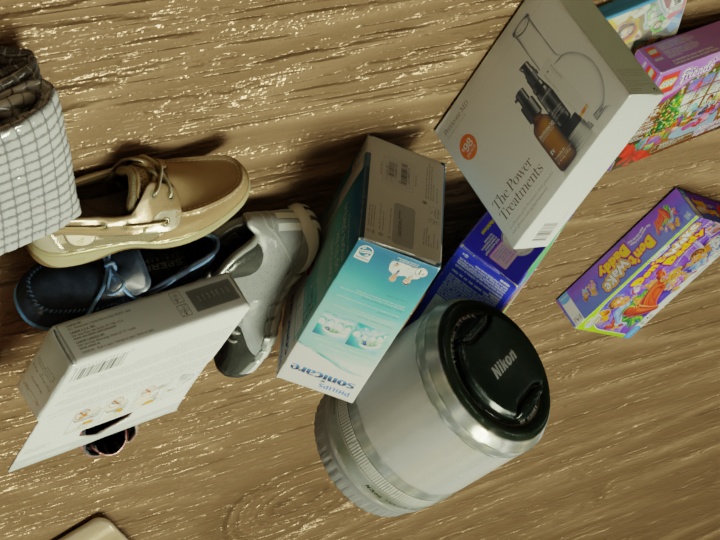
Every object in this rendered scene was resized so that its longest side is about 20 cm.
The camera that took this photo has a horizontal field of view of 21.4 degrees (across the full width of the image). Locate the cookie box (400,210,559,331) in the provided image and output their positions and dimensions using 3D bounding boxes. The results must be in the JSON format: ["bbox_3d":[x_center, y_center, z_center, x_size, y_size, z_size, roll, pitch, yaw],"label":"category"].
[{"bbox_3d":[0.118,0.019,1.951,0.171,0.075,0.200,-48,173,-49],"label":"cookie box"}]

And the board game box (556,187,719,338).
[{"bbox_3d":[0.343,-0.005,2.249,0.200,0.045,0.134,-45,150,23],"label":"board game box"}]

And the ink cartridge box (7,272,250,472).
[{"bbox_3d":[-0.213,0.089,1.683,0.199,0.044,0.174,-18,157,-42],"label":"ink cartridge box"}]

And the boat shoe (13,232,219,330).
[{"bbox_3d":[-0.209,-0.008,1.646,0.199,0.085,0.069,-25,174,-43],"label":"boat shoe"}]

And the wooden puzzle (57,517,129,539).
[{"bbox_3d":[-0.331,0.358,2.155,0.184,0.037,0.200,-31,148,-3],"label":"wooden puzzle"}]

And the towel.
[{"bbox_3d":[-0.316,-0.069,1.425,0.199,0.086,0.166,-25,153,-17],"label":"towel"}]

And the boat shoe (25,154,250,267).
[{"bbox_3d":[-0.182,-0.059,1.589,0.199,0.072,0.065,-20,151,-20],"label":"boat shoe"}]

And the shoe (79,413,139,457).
[{"bbox_3d":[-0.251,0.146,1.826,0.071,0.091,0.200,-28,152,-8],"label":"shoe"}]

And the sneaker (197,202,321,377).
[{"bbox_3d":[-0.125,0.017,1.785,0.115,0.075,0.201,0,128,-39],"label":"sneaker"}]

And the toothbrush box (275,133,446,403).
[{"bbox_3d":[0.000,0.000,1.775,0.085,0.147,0.201,19,133,-13],"label":"toothbrush box"}]

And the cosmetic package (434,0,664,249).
[{"bbox_3d":[0.166,-0.142,1.730,0.051,0.151,0.200,-3,141,-40],"label":"cosmetic package"}]

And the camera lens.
[{"bbox_3d":[0.071,0.132,1.835,0.159,0.161,0.200,0,153,-46],"label":"camera lens"}]

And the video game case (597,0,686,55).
[{"bbox_3d":[0.243,-0.195,1.867,0.142,0.018,0.201,-24,151,-18],"label":"video game case"}]

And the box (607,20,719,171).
[{"bbox_3d":[0.330,-0.184,1.922,0.199,0.039,0.137,-22,149,-36],"label":"box"}]
